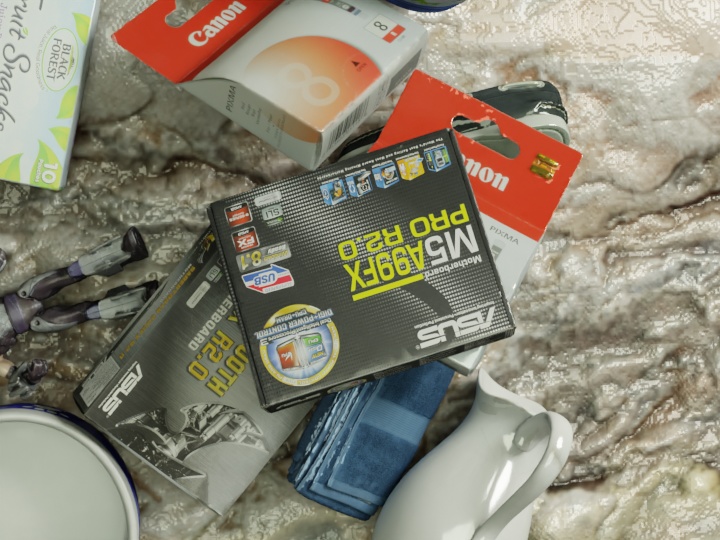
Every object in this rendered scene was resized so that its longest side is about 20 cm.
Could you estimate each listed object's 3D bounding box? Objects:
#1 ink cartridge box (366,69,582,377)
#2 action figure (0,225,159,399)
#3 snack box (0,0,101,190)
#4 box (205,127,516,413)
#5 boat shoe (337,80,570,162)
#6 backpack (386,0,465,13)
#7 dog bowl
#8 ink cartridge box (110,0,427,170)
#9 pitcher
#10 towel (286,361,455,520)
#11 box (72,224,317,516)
[{"bbox_3d":[0.063,-0.043,1.145,0.159,0.047,0.202,28,84,9],"label":"ink cartridge box"},{"bbox_3d":[-0.263,0.028,1.187,0.197,0.069,0.132,-20,99,-2],"label":"action figure"},{"bbox_3d":[-0.290,-0.177,1.184,0.140,0.053,0.203,11,90,-8],"label":"snack box"},{"bbox_3d":[0.000,0.000,1.098,0.197,0.044,0.162,-17,78,1],"label":"box"},{"bbox_3d":[0.075,-0.111,1.224,0.197,0.076,0.061,-8,54,3],"label":"boat shoe"},{"bbox_3d":[0.057,-0.314,1.171,0.181,0.147,0.202,29,85,-7],"label":"backpack"},{"bbox_3d":[-0.277,0.210,1.184,0.197,0.079,0.203,0,92,-7],"label":"dog bowl"},{"bbox_3d":[-0.068,-0.184,1.143,0.199,0.050,0.162,34,51,10],"label":"ink cartridge box"},{"bbox_3d":[0.094,0.192,1.178,0.120,0.171,0.202,31,87,-11],"label":"pitcher"},{"bbox_3d":[0.023,0.106,1.209,0.111,0.048,0.202,30,86,-45],"label":"towel"},{"bbox_3d":[-0.110,0.075,1.186,0.158,0.048,0.201,42,86,-28],"label":"box"}]
